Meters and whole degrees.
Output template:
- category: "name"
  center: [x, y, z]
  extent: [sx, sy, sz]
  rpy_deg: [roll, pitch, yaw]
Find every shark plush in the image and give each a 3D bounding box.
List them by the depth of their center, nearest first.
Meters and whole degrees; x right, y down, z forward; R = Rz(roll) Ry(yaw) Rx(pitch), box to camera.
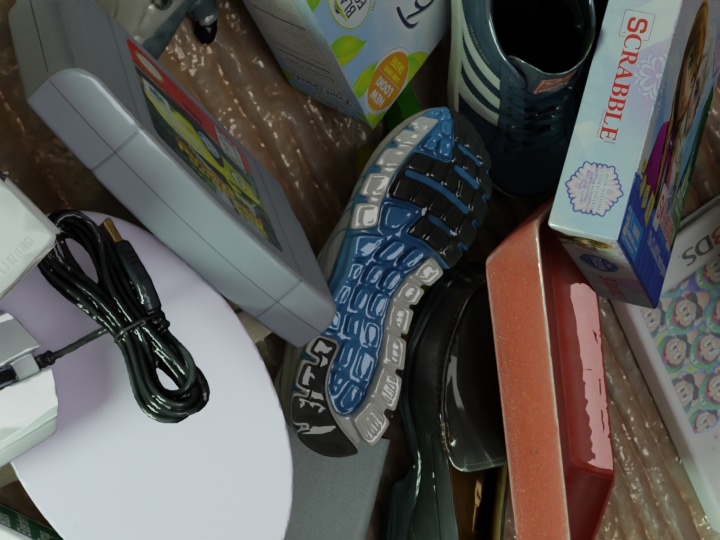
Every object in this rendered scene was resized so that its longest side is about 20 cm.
- category: "shark plush"
  center: [-0.091, -0.146, 0.898]
  extent: [0.083, 0.091, 0.201]
  rpy_deg: [27, 76, -57]

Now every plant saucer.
- category: "plant saucer"
  center: [0.110, 0.055, 0.975]
  extent: [0.037, 0.200, 0.200]
  rpy_deg: [-5, 100, 15]

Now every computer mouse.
- category: "computer mouse"
  center: [-0.176, 0.059, 0.768]
  extent: [0.200, 0.044, 0.110]
  rpy_deg: [-30, 87, 9]

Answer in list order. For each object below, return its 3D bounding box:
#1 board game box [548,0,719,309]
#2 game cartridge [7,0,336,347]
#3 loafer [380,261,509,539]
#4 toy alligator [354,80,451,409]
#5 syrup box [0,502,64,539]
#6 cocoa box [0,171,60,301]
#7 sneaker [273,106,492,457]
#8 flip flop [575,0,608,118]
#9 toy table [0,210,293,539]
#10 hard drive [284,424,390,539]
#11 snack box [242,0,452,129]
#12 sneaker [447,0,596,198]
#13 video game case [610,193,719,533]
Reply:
- category: "board game box"
  center: [0.165, -0.094, 0.965]
  extent: [0.041, 0.200, 0.200]
  rpy_deg: [14, 83, 18]
- category: "game cartridge"
  center: [-0.088, -0.051, 0.830]
  extent: [0.041, 0.133, 0.200]
  rpy_deg: [-37, 126, 13]
- category: "loafer"
  center: [0.065, 0.096, 0.973]
  extent: [0.073, 0.072, 0.201]
  rpy_deg: [-10, 112, -39]
- category: "toy alligator"
  center: [0.036, -0.013, 0.979]
  extent: [0.059, 0.054, 0.201]
  rpy_deg: [-7, 98, -26]
- category: "syrup box"
  center: [-0.165, 0.175, 0.860]
  extent: [0.200, 0.079, 0.082]
  rpy_deg: [30, 84, -14]
- category: "cocoa box"
  center: [-0.247, -0.021, 0.753]
  extent: [0.133, 0.200, 0.131]
  rpy_deg: [-48, 112, -14]
- category: "sneaker"
  center: [0.000, 0.000, 0.927]
  extent: [0.075, 0.087, 0.200]
  rpy_deg: [31, 81, -24]
- category: "flip flop"
  center: [0.113, -0.143, 1.004]
  extent: [0.081, 0.058, 0.201]
  rpy_deg: [7, 110, -21]
- category: "toy table"
  center: [-0.114, 0.066, 0.854]
  extent: [0.183, 0.117, 0.201]
  rpy_deg: [-19, 92, -7]
- category: "hard drive"
  center: [-0.072, 0.176, 0.956]
  extent: [0.139, 0.033, 0.201]
  rpy_deg: [15, 88, -27]
- category: "snack box"
  center: [0.005, -0.197, 0.883]
  extent: [0.169, 0.068, 0.200]
  rpy_deg: [-53, 150, -13]
- category: "sneaker"
  center: [0.093, -0.107, 0.919]
  extent: [0.075, 0.085, 0.200]
  rpy_deg: [-24, 132, -11]
- category: "video game case"
  center: [0.267, 0.044, 1.118]
  extent: [0.182, 0.024, 0.200]
  rpy_deg: [-33, 109, -20]
